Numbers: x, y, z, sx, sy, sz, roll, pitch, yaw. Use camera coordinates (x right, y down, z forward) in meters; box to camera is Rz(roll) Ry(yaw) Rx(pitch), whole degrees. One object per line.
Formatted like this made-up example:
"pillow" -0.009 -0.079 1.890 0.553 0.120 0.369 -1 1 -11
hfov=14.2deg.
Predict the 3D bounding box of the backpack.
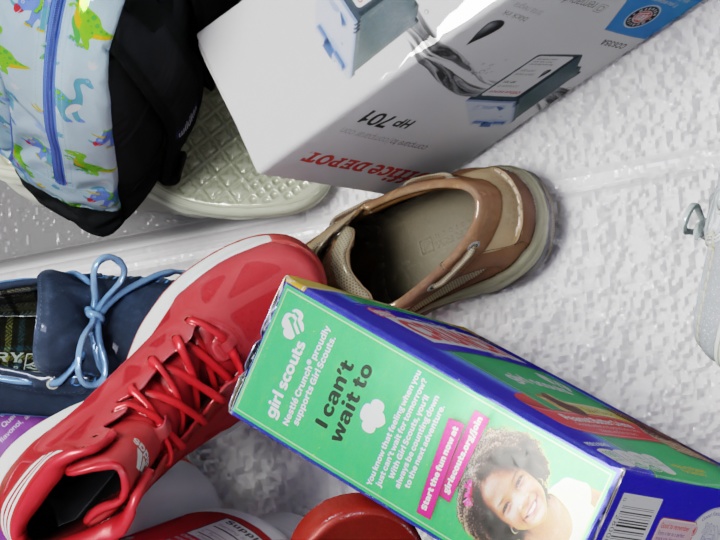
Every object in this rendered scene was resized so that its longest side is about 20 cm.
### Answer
"backpack" -0.130 -0.127 1.394 0.154 0.200 0.163 27 78 -5

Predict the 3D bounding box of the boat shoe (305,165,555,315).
"boat shoe" 0.000 0.000 1.431 0.200 0.072 0.076 -31 69 27

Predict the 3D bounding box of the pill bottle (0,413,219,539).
"pill bottle" -0.173 0.098 1.511 0.200 0.112 0.113 40 107 29

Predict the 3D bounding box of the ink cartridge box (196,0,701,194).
"ink cartridge box" 0.046 -0.123 1.369 0.200 0.146 0.086 -35 69 26

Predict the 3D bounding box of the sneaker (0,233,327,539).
"sneaker" -0.086 0.069 1.345 0.078 0.116 0.200 44 90 -14

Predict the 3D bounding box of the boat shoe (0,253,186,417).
"boat shoe" -0.149 0.039 1.430 0.200 0.069 0.084 -11 59 10

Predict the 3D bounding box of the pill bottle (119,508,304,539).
"pill bottle" -0.089 0.178 1.386 0.112 0.200 0.112 6 101 33

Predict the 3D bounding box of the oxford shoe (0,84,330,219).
"oxford shoe" -0.105 -0.059 1.520 0.200 0.058 0.075 4 66 19

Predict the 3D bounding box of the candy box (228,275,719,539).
"candy box" 0.067 0.085 1.321 0.200 0.169 0.077 27 96 32

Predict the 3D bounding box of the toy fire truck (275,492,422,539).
"toy fire truck" 0.024 0.207 1.330 0.112 0.200 0.168 -128 57 -68

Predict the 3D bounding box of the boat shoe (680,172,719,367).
"boat shoe" 0.190 -0.051 1.316 0.065 0.074 0.202 14 89 39
